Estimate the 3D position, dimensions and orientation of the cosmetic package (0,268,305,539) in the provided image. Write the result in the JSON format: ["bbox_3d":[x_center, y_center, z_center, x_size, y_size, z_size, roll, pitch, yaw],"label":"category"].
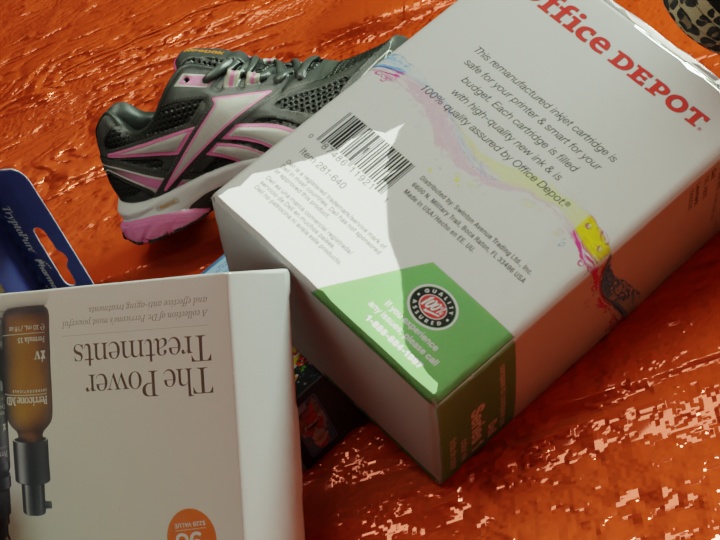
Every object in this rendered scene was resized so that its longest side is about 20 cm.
[{"bbox_3d":[-0.119,0.082,0.784,0.199,0.152,0.052,-6,-1,31],"label":"cosmetic package"}]

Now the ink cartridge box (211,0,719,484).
[{"bbox_3d":[0.057,-0.029,0.811,0.200,0.084,0.145,-40,64,-18],"label":"ink cartridge box"}]

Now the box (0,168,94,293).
[{"bbox_3d":[-0.238,0.007,0.994,0.199,0.121,0.032,-6,37,31],"label":"box"}]

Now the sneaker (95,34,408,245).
[{"bbox_3d":[-0.065,-0.088,0.993,0.199,0.087,0.080,-25,10,17],"label":"sneaker"}]

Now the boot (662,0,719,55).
[{"bbox_3d":[0.254,-0.142,0.854,0.150,0.199,0.074,149,123,-64],"label":"boot"}]

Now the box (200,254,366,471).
[{"bbox_3d":[0.000,0.000,0.904,0.200,0.038,0.136,-41,35,-19],"label":"box"}]
